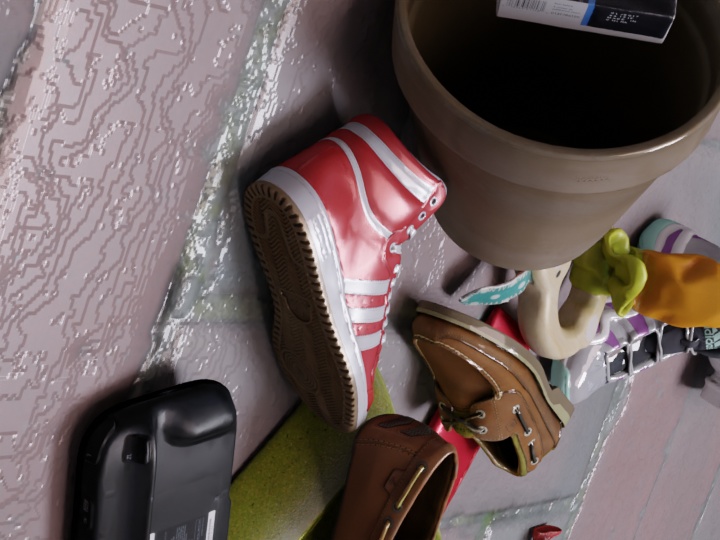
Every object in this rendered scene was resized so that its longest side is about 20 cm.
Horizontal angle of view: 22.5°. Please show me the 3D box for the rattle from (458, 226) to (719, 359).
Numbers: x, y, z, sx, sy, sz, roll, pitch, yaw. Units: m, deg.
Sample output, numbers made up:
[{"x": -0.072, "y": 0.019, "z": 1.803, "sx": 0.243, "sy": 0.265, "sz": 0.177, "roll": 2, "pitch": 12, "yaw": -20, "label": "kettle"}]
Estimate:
[{"x": 0.171, "y": 0.012, "z": 1.292, "sx": 0.130, "sy": 0.143, "sz": 0.200, "roll": -57, "pitch": 153, "yaw": 2, "label": "rattle"}]

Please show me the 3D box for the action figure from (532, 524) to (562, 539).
[{"x": 0.167, "y": 0.324, "z": 1.573, "sx": 0.099, "sy": 0.065, "sz": 0.200, "roll": 6, "pitch": 107, "yaw": -41, "label": "action figure"}]

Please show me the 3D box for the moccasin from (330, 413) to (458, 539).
[{"x": 0.021, "y": 0.191, "z": 1.135, "sx": 0.074, "sy": 0.078, "sz": 0.202, "roll": -3, "pitch": 112, "yaw": -53, "label": "moccasin"}]

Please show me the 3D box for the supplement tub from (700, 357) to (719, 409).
[{"x": 0.412, "y": 0.050, "z": 1.688, "sx": 0.145, "sy": 0.145, "sz": 0.200, "roll": 12, "pitch": 101, "yaw": -59, "label": "supplement tub"}]

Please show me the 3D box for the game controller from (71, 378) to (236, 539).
[{"x": -0.119, "y": 0.157, "z": 1.034, "sx": 0.104, "sy": 0.042, "sz": 0.200, "roll": -23, "pitch": 130, "yaw": -46, "label": "game controller"}]

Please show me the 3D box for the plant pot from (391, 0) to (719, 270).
[{"x": 0.110, "y": -0.094, "z": 1.093, "sx": 0.200, "sy": 0.200, "sz": 0.174, "roll": -45, "pitch": 160, "yaw": -30, "label": "plant pot"}]

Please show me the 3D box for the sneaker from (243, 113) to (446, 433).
[{"x": 0.000, "y": 0.000, "z": 1.081, "sx": 0.112, "sy": 0.071, "sz": 0.200, "roll": -41, "pitch": 140, "yaw": -30, "label": "sneaker"}]

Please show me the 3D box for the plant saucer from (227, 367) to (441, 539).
[{"x": -0.019, "y": 0.183, "z": 1.188, "sx": 0.200, "sy": 0.048, "sz": 0.200, "roll": -48, "pitch": 141, "yaw": -25, "label": "plant saucer"}]

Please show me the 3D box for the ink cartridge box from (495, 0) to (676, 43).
[{"x": 0.138, "y": -0.233, "z": 1.033, "sx": 0.039, "sy": 0.099, "sz": 0.201, "roll": 99, "pitch": -1, "yaw": -71, "label": "ink cartridge box"}]

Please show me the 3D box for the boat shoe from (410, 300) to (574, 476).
[{"x": 0.089, "y": 0.088, "z": 1.265, "sx": 0.200, "sy": 0.072, "sz": 0.068, "roll": 41, "pitch": 74, "yaw": -47, "label": "boat shoe"}]

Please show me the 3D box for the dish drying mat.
[{"x": 0.067, "y": 0.127, "z": 1.329, "sx": 0.200, "sy": 0.018, "sz": 0.077, "roll": -60, "pitch": 147, "yaw": -9, "label": "dish drying mat"}]

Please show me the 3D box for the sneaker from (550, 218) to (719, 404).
[{"x": 0.250, "y": 0.049, "z": 1.437, "sx": 0.200, "sy": 0.140, "sz": 0.078, "roll": -49, "pitch": 147, "yaw": -26, "label": "sneaker"}]
